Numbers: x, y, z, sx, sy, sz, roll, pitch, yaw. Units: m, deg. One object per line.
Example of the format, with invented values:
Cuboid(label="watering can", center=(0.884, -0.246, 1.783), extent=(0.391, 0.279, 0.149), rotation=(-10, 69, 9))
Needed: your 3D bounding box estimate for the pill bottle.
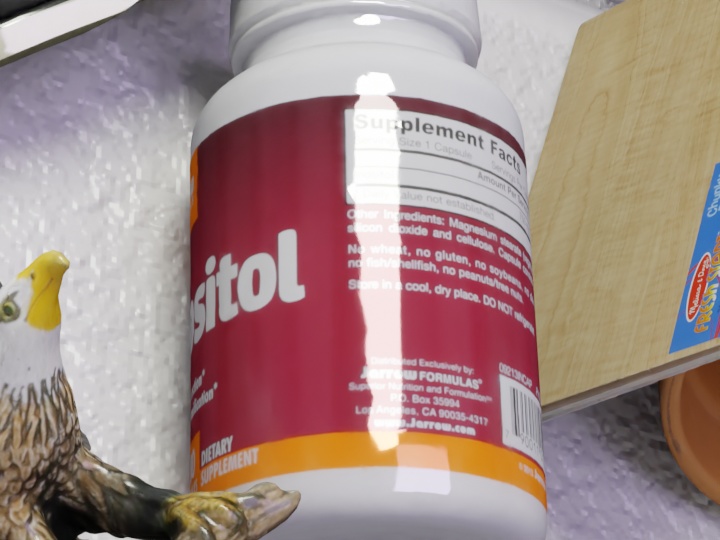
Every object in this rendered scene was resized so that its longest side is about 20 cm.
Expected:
Cuboid(label="pill bottle", center=(0.000, 0.000, 0.780), extent=(0.113, 0.113, 0.200), rotation=(14, 62, -32))

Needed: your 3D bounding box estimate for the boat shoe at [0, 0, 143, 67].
Cuboid(label="boat shoe", center=(-0.070, -0.119, 0.804), extent=(0.201, 0.074, 0.063), rotation=(-25, 95, -36))

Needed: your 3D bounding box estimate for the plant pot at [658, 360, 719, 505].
Cuboid(label="plant pot", center=(0.203, -0.010, 0.900), extent=(0.200, 0.200, 0.140), rotation=(23, 42, -28))

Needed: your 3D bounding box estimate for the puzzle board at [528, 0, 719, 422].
Cuboid(label="puzzle board", center=(0.114, -0.037, 0.857), extent=(0.017, 0.151, 0.200), rotation=(37, 53, -26))

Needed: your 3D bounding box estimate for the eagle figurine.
Cuboid(label="eagle figurine", center=(-0.121, 0.040, 0.685), extent=(0.200, 0.151, 0.152), rotation=(33, 3, 15))
